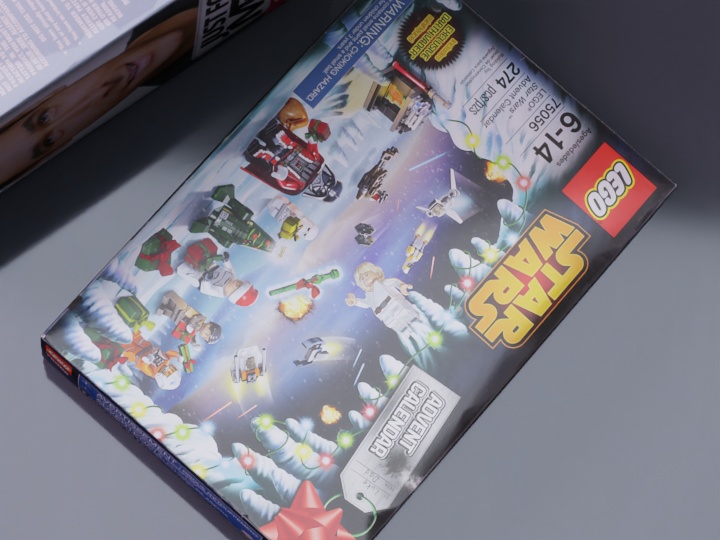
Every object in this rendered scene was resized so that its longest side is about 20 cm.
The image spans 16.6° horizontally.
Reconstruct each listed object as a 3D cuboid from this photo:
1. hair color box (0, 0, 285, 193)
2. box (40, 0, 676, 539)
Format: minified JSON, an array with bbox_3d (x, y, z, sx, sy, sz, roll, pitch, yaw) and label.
[{"bbox_3d":[-0.097,-0.095,0.880,0.200,0.099,0.061,-35,83,-12],"label":"hair color box"},{"bbox_3d":[0.000,0.000,0.899,0.137,0.040,0.200,41,76,3],"label":"box"}]
